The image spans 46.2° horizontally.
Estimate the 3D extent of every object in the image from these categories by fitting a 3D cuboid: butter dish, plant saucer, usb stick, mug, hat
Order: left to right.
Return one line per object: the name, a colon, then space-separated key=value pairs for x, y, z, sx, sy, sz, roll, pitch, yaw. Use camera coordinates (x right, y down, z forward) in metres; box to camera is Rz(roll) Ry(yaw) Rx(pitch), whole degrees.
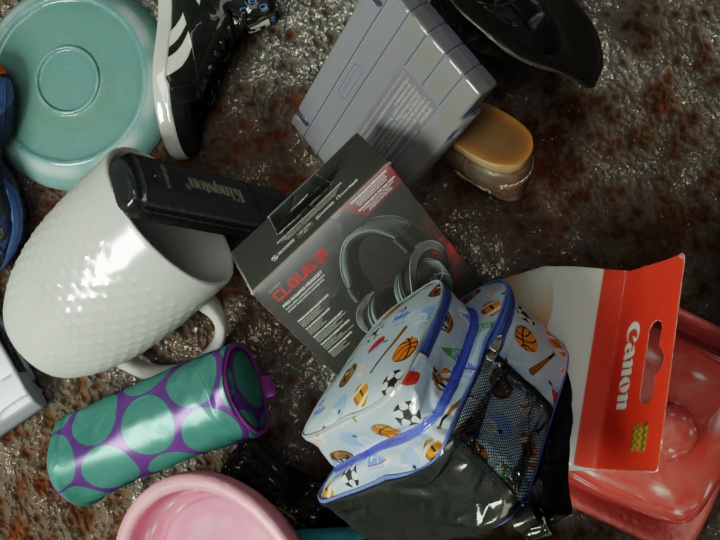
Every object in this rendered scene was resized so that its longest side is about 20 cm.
plant saucer: x=-0.277 y=-0.180 z=0.809 sx=0.195 sy=0.027 sz=0.205 roll=0 pitch=89 yaw=5
mug: x=-0.206 y=0.023 z=0.751 sx=0.174 sy=0.149 sz=0.200 roll=-38 pitch=116 yaw=16
usb stick: x=-0.126 y=-0.058 z=0.718 sx=0.032 sy=0.198 sz=0.057 roll=-27 pitch=71 yaw=29
plant saucer: x=-0.111 y=0.258 z=0.679 sx=0.197 sy=0.051 sz=0.206 roll=3 pitch=96 yaw=27
hat: x=0.116 y=-0.213 z=0.743 sx=0.201 sy=0.200 sz=0.081 roll=45 pitch=129 yaw=3
butter dish: x=0.240 y=0.124 z=0.707 sx=0.196 sy=0.148 sz=0.203 roll=24 pitch=91 yaw=5

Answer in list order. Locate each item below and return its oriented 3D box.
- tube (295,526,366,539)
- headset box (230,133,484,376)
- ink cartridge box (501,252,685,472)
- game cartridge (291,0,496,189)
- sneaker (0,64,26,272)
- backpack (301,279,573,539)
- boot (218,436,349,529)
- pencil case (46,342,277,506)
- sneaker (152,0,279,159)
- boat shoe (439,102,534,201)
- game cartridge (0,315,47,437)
tube: x=-0.065 y=0.248 z=0.709 sx=0.196 sy=0.050 sz=0.079 roll=-11 pitch=86 yaw=17
headset box: x=0.000 y=0.000 z=0.711 sx=0.148 sy=0.077 sz=0.200 roll=-42 pitch=125 yaw=1
ink cartridge box: x=0.162 y=0.074 z=0.672 sx=0.049 sy=0.200 sz=0.166 roll=19 pitch=73 yaw=-16
game cartridge: x=0.022 y=-0.140 z=0.716 sx=0.130 sy=0.200 sz=0.038 roll=46 pitch=55 yaw=1
sneaker: x=-0.363 y=-0.090 z=0.773 sx=0.074 sy=0.078 sz=0.205 roll=2 pitch=101 yaw=20
backpack: x=0.061 y=0.099 z=0.628 sx=0.199 sy=0.191 sz=0.155 roll=-29 pitch=103 yaw=46
boot: x=-0.039 y=0.194 z=0.757 sx=0.158 sy=0.079 sz=0.211 roll=45 pitch=92 yaw=4
pencil case: x=-0.178 y=0.137 z=0.750 sx=0.197 sy=0.092 sz=0.087 roll=-23 pitch=71 yaw=14
sneaker: x=-0.128 y=-0.206 z=0.775 sx=0.109 sy=0.073 sz=0.205 roll=-1 pitch=87 yaw=5
boat shoe: x=0.072 y=-0.134 z=0.760 sx=0.070 sy=0.071 sz=0.200 roll=-40 pitch=66 yaw=-10
game cartridge: x=-0.403 y=0.078 z=0.807 sx=0.132 sy=0.041 sz=0.202 roll=-33 pitch=87 yaw=6
